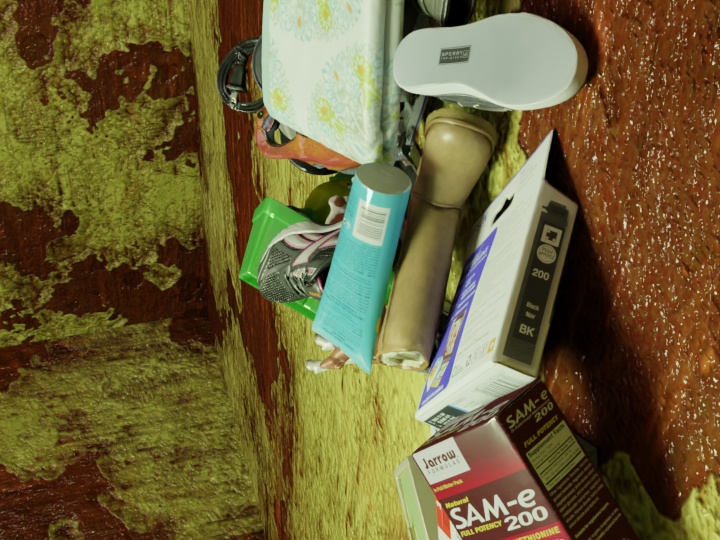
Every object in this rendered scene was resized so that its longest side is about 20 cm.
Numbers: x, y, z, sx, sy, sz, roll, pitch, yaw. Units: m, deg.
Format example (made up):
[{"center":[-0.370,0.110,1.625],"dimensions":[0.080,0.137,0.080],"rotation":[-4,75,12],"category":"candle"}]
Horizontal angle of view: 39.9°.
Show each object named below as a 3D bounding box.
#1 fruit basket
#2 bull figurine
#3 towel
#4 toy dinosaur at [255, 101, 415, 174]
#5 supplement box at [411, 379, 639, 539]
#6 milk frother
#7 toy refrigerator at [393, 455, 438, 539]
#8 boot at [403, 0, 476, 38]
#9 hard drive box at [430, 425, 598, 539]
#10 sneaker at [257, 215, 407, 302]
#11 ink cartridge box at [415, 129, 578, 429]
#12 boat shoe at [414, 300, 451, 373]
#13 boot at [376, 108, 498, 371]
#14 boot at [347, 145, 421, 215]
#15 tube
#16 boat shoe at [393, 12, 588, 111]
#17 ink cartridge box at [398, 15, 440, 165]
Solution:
[{"center":[-0.035,-0.041,1.237],"dimensions":[0.155,0.212,0.220],"rotation":[163,97,-76],"category":"fruit basket"},{"center":[-0.026,0.015,1.111],"dimensions":[0.065,0.120,0.203],"rotation":[12,-125,-58],"category":"bull figurine"},{"center":[-0.029,-0.208,0.894],"dimensions":[0.171,0.048,0.203],"rotation":[35,134,44],"category":"towel"},{"center":[-0.041,-0.140,1.008],"dimensions":[0.200,0.178,0.107],"rotation":[-53,-49,-62],"category":"toy dinosaur"},{"center":[0.133,0.191,0.711],"dimensions":[0.202,0.060,0.109],"rotation":[58,140,4],"category":"supplement box"},{"center":[-0.096,-0.232,1.193],"dimensions":[0.188,0.196,0.184],"rotation":[72,-164,-71],"category":"milk frother"},{"center":[0.094,0.307,1.099],"dimensions":[0.076,0.069,0.203],"rotation":[116,142,-65],"category":"toy refrigerator"},{"center":[0.046,-0.234,0.857],"dimensions":[0.131,0.067,0.202],"rotation":[52,143,41],"category":"boot"},{"center":[0.133,0.204,0.878],"dimensions":[0.200,0.075,0.159],"rotation":[-151,54,-72],"category":"hard drive box"},{"center":[-0.039,-0.003,1.006],"dimensions":[0.198,0.080,0.087],"rotation":[-25,28,40],"category":"sneaker"},{"center":[0.115,0.017,0.821],"dimensions":[0.198,0.043,0.203],"rotation":[123,166,-66],"category":"ink cartridge box"},{"center":[0.071,0.076,1.051],"dimensions":[0.199,0.067,0.075],"rotation":[-151,53,-72],"category":"boat shoe"},{"center":[0.066,-0.021,0.886],"dimensions":[0.175,0.065,0.203],"rotation":[93,-169,-75],"category":"boot"},{"center":[0.021,-0.101,1.095],"dimensions":[0.200,0.089,0.074],"rotation":[-123,28,-57],"category":"boot"},{"center":[0.000,0.000,0.912],"dimensions":[0.077,0.050,0.202],"rotation":[38,131,29],"category":"tube"},{"center":[0.108,-0.154,0.779],"dimensions":[0.199,0.066,0.071],"rotation":[10,89,51],"category":"boat shoe"},{"center":[0.049,-0.245,1.003],"dimensions":[0.197,0.043,0.203],"rotation":[109,145,-60],"category":"ink cartridge box"}]
